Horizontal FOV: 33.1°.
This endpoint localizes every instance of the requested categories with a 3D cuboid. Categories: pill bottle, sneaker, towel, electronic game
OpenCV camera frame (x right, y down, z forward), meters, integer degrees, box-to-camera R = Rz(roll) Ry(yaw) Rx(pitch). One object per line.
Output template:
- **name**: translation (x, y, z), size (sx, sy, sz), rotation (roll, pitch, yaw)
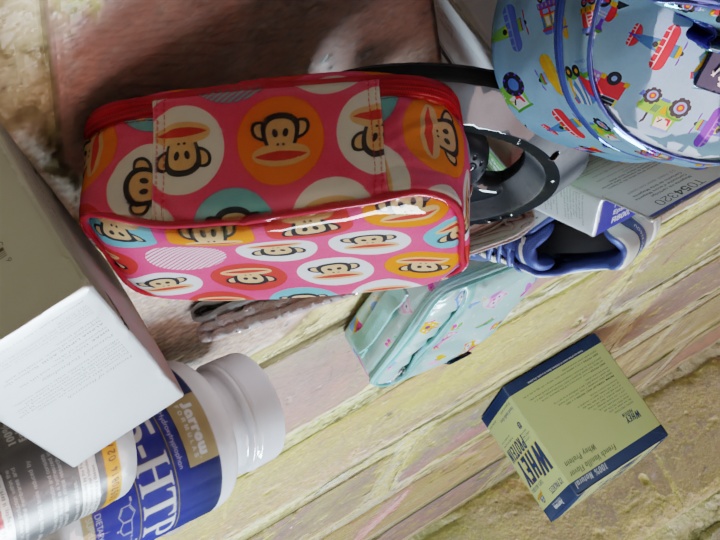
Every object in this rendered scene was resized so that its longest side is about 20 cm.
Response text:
- **pill bottle**: translation (-0.159, 0.136, 0.901), size (0.198, 0.120, 0.120), rotation (-22, 158, -36)
- **sneaker**: translation (0.125, -0.035, 0.929), size (0.198, 0.076, 0.088), rotation (-4, -156, 30)
- **towel**: translation (0.000, 0.000, 0.881), size (0.190, 0.033, 0.199), rotation (-18, 180, -42)
- **pill bottle**: translation (-0.243, 0.121, 0.720), size (0.198, 0.117, 0.117), rotation (-23, 159, -33)
- **electronic game**: translation (0.038, -0.072, 0.727), size (0.197, 0.042, 0.200), rotation (2, 161, 1)

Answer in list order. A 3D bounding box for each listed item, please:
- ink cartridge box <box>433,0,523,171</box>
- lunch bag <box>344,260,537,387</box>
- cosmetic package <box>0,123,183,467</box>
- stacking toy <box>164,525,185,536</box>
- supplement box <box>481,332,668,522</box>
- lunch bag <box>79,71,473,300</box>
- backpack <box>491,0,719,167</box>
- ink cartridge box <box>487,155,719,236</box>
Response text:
- **ink cartridge box**: translation (0.128, -0.148, 0.762), size (0.145, 0.085, 0.200), rotation (-35, 162, -2)
- **lunch bag**: translation (0.075, 0.028, 1.116), size (0.159, 0.077, 0.201), rotation (-23, 158, -33)
- **cosmetic package**: translation (-0.166, 0.017, 0.613), size (0.081, 0.114, 0.200), rotation (-32, 163, -6)
- **stacking toy**: translation (-0.229, 0.191, 0.992), size (0.085, 0.086, 0.199), rotation (-45, 155, 29)
- **supplement box**: translation (0.338, 0.249, 1.930), size (0.198, 0.201, 0.135), rotation (-27, 160, -23)
- **lunch bag**: translation (-0.037, -0.031, 0.650), size (0.197, 0.083, 0.176), rotation (-4, 161, 5)
- **backpack**: translation (0.165, -0.141, 0.593), size (0.180, 0.135, 0.202), rotation (13, 107, -27)
- **ink cartridge box**: translation (0.209, -0.090, 0.897), size (0.195, 0.199, 0.044), rotation (-25, 126, -25)
